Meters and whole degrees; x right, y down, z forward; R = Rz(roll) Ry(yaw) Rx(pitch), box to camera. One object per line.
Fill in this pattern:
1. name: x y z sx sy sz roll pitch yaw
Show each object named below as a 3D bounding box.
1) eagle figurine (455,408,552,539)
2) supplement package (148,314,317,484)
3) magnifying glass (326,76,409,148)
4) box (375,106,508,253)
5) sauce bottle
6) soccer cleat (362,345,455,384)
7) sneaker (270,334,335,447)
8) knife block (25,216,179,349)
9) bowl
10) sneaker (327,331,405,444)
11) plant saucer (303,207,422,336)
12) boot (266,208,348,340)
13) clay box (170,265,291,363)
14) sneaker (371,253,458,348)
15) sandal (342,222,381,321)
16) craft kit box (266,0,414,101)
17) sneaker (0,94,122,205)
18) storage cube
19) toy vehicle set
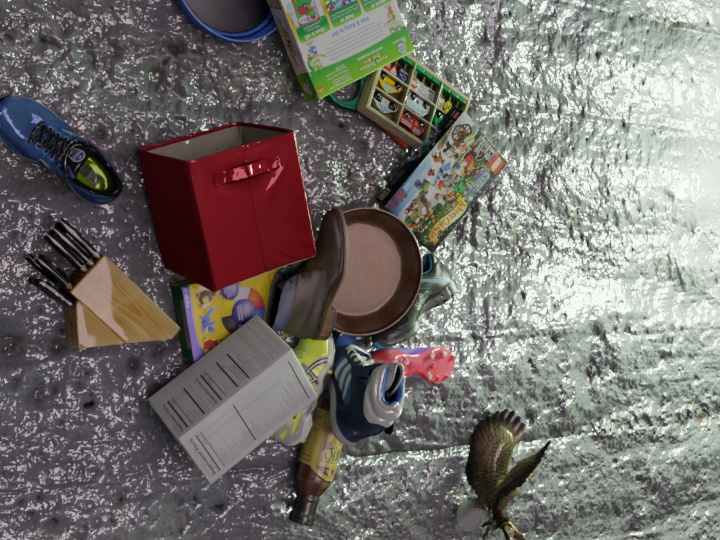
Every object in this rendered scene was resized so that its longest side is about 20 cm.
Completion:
1. eagle figurine: 0.253 0.364 1.733 0.151 0.150 0.203 -47 141 -60
2. supplement package: -0.182 0.183 1.423 0.199 0.109 0.115 -37 131 -15
3. magnifying glass: 0.012 -0.268 1.595 0.200 0.022 0.080 40 69 -31
4. box: 0.136 -0.148 1.634 0.201 0.038 0.136 -50 124 -1
5. sauce bottle: -0.066 0.300 1.566 0.064 0.064 0.203 17 85 -32
6. soccer cleat: 0.083 0.152 1.654 0.198 0.076 0.068 0 109 -48
7. sneaker: -0.098 0.169 1.529 0.076 0.075 0.203 20 82 -32
8. knife block: -0.353 0.013 1.359 0.198 0.064 0.179 -4 96 -32
9. bowl: -0.187 -0.435 1.445 0.198 0.039 0.204 -3 96 -33
10. sneaker: 0.017 0.156 1.514 0.080 0.146 0.202 26 44 -34
11. plant saucer: 0.000 0.000 1.555 0.197 0.037 0.204 -4 101 -18
12. boot: -0.079 0.005 1.466 0.096 0.074 0.203 4 100 -29
13. clay box: -0.177 0.056 1.485 0.198 0.047 0.117 -15 102 -30
14. sneaker: 0.076 0.052 1.638 0.200 0.073 0.083 -43 112 -34
15. sandal: -0.010 0.001 1.596 0.075 0.043 0.203 -1 99 -23
16. craft kit box: -0.033 -0.387 1.498 0.199 0.048 0.200 -31 106 -27
17. sneaker: -0.391 -0.162 1.307 0.199 0.089 0.079 38 73 -29
18. storage cube: -0.186 -0.096 1.385 0.169 0.199 0.182 -21 111 -30
19. toy vehicle set: 0.090 -0.273 1.627 0.199 0.026 0.126 28 71 -34
